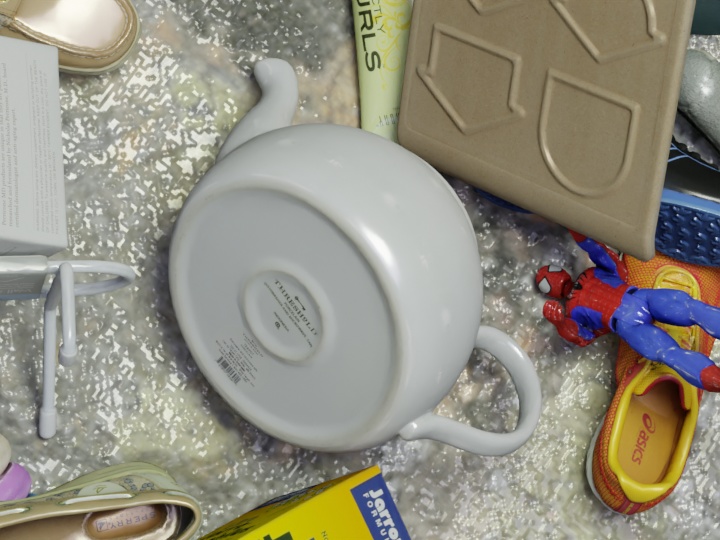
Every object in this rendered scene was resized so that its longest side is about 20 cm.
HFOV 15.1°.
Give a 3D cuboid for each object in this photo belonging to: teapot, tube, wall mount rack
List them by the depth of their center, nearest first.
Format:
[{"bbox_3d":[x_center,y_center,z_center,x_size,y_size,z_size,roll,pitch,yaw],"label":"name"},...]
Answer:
[{"bbox_3d":[-0.224,0.042,1.488,0.198,0.174,0.075,-1,75,-12],"label":"wall mount rack"},{"bbox_3d":[0.000,0.000,1.546,0.146,0.196,0.201,-33,127,-48],"label":"teapot"},{"bbox_3d":[0.023,-0.170,1.611,0.052,0.058,0.202,-8,89,-31],"label":"tube"}]

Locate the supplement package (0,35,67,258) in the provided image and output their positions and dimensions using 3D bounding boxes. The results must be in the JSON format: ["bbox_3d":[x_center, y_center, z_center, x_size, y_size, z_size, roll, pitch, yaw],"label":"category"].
[{"bbox_3d":[-0.273,-0.065,1.457,0.199,0.121,0.121,9,69,-39],"label":"supplement package"}]

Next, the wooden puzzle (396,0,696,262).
[{"bbox_3d":[0.108,-0.125,1.516,0.046,0.185,0.201,-25,130,-42],"label":"wooden puzzle"}]

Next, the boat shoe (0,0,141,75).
[{"bbox_3d":[-0.213,-0.178,1.536,0.199,0.069,0.074,30,80,-5],"label":"boat shoe"}]

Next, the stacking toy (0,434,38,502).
[{"bbox_3d":[-0.177,0.192,1.532,0.085,0.085,0.200,-39,99,-12],"label":"stacking toy"}]

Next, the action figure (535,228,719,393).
[{"bbox_3d":[0.147,0.015,1.546,0.099,0.200,0.066,35,83,-32],"label":"action figure"}]

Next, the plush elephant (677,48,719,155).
[{"bbox_3d":[0.312,-0.083,1.613,0.155,0.165,0.200,-46,127,1],"label":"plush elephant"}]

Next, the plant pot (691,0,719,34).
[{"bbox_3d":[0.186,-0.248,1.576,0.195,0.200,0.197,-2,87,-11],"label":"plant pot"}]

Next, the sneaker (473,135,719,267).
[{"bbox_3d":[0.166,-0.062,1.601,0.199,0.070,0.078,17,65,10],"label":"sneaker"}]

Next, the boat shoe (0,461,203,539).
[{"bbox_3d":[-0.182,0.156,1.458,0.199,0.063,0.074,-25,101,-17],"label":"boat shoe"}]

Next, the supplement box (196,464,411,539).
[{"bbox_3d":[-0.067,0.202,1.497,0.199,0.109,0.109,-26,92,-39],"label":"supplement box"}]

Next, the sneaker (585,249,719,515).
[{"bbox_3d":[0.185,0.047,1.614,0.072,0.077,0.201,12,75,-10],"label":"sneaker"}]
